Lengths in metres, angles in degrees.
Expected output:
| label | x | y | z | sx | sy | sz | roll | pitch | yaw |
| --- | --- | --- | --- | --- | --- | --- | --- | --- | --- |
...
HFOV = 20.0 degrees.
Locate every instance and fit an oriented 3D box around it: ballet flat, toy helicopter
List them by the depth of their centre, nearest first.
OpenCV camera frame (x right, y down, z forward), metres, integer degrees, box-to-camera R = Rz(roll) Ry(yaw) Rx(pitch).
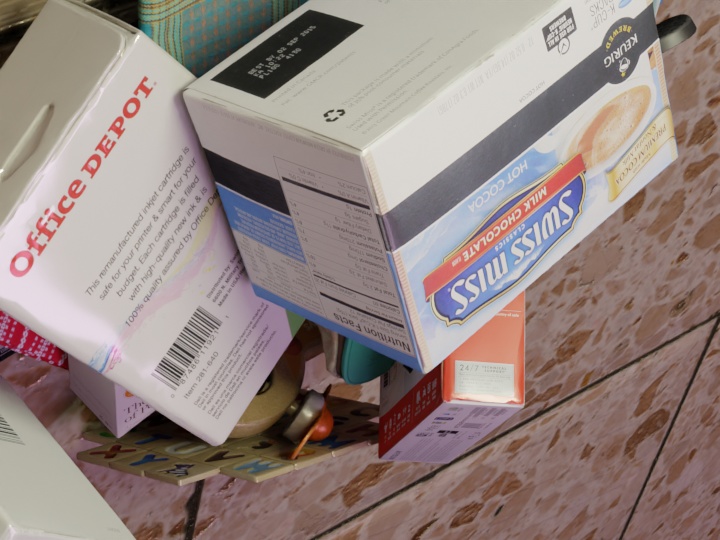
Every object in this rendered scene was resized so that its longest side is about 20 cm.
| label | x | y | z | sx | sy | sz | roll | pitch | yaw |
| --- | --- | --- | --- | --- | --- | --- | --- | --- | --- |
| ballet flat | 0.000 | 0.000 | 1.168 | 0.067 | 0.063 | 0.200 | -17 | 155 | -20 |
| toy helicopter | -0.044 | 0.054 | 1.314 | 0.199 | 0.132 | 0.079 | -23 | 155 | -45 |

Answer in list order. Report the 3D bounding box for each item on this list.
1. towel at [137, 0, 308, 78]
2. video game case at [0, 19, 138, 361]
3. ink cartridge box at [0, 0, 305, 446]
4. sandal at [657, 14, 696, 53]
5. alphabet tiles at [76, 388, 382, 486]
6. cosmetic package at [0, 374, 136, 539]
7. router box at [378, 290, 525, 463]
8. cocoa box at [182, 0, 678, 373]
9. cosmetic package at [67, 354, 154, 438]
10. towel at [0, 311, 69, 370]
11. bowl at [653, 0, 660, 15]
| label | x | y | z | sx | sy | sz | roll | pitch | yaw |
| --- | --- | --- | --- | --- | --- | --- | --- | --- | --- |
| towel | -0.056 | -0.176 | 1.066 | 0.146 | 0.022 | 0.201 | -27 | 137 | -32 |
| video game case | -0.148 | -0.051 | 1.143 | 0.199 | 0.026 | 0.181 | -33 | 150 | -20 |
| ink cartridge box | -0.113 | -0.023 | 1.034 | 0.145 | 0.084 | 0.200 | -56 | 135 | -5 |
| sandal | 0.159 | -0.108 | 1.391 | 0.200 | 0.045 | 0.075 | -38 | -179 | 34 |
| alphabet tiles | -0.077 | 0.106 | 1.327 | 0.199 | 0.166 | 0.006 | -13 | 105 | -45 |
| cosmetic package | -0.259 | 0.146 | 1.067 | 0.200 | 0.199 | 0.123 | -49 | 152 | 9 |
| router box | 0.053 | 0.011 | 1.229 | 0.048 | 0.181 | 0.200 | 4 | 165 | -9 |
| cocoa box | 0.040 | -0.071 | 1.001 | 0.200 | 0.133 | 0.132 | -39 | 130 | -28 |
| cosmetic package | -0.079 | 0.008 | 1.191 | 0.200 | 0.051 | 0.083 | -37 | 157 | -23 |
| towel | -0.169 | -0.016 | 1.112 | 0.145 | 0.022 | 0.200 | -49 | 152 | 7 |
| bowl | 0.102 | -0.215 | 1.117 | 0.104 | 0.202 | 0.202 | 4 | 138 | -6 |
